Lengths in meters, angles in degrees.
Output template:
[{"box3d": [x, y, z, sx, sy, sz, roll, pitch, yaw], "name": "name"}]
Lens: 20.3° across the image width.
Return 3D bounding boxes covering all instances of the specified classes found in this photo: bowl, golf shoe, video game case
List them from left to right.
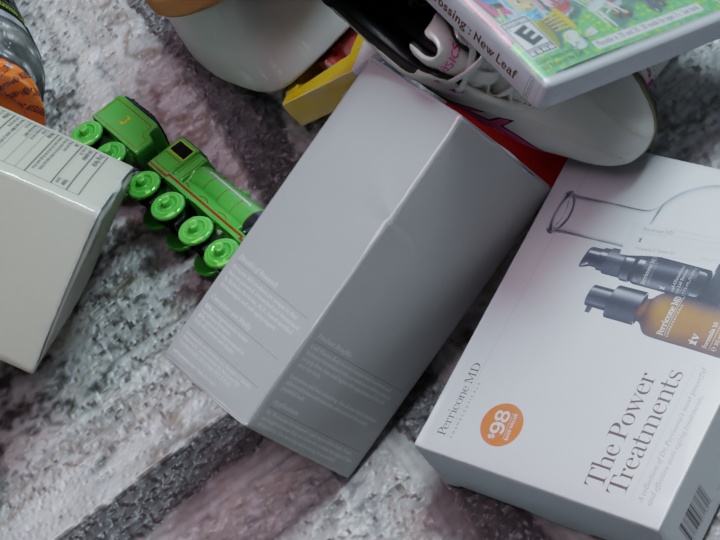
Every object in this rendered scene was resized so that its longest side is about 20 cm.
[{"box3d": [-0.042, -0.216, 1.251, 0.200, 0.075, 0.200, -47, 26, -4], "name": "bowl"}, {"box3d": [0.062, -0.109, 1.051, 0.199, 0.073, 0.092, 32, 31, 4], "name": "golf shoe"}, {"box3d": [0.105, -0.175, 1.055, 0.199, 0.022, 0.182, -23, 60, -36], "name": "video game case"}]

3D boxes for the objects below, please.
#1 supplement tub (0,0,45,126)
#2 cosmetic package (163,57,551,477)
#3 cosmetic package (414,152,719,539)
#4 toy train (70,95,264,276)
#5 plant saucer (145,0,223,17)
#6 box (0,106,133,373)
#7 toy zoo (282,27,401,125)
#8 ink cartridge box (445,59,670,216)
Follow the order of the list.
[{"box3d": [-0.286, -0.152, 1.352, 0.122, 0.123, 0.200, -35, 48, 3], "name": "supplement tub"}, {"box3d": [0.000, 0.000, 1.082, 0.090, 0.107, 0.201, 34, 89, 40], "name": "cosmetic package"}, {"box3d": [0.140, 0.037, 1.041, 0.150, 0.052, 0.201, 15, 67, 38], "name": "cosmetic package"}, {"box3d": [-0.112, -0.049, 1.244, 0.056, 0.042, 0.200, -39, 48, -14], "name": "toy train"}, {"box3d": [-0.061, -0.234, 1.181, 0.200, 0.037, 0.201, -33, 30, 21], "name": "plant saucer"}, {"box3d": [-0.250, -0.042, 1.177, 0.128, 0.199, 0.109, -78, 14, -75], "name": "box"}, {"box3d": [0.021, -0.161, 1.190, 0.131, 0.020, 0.201, -29, 28, 39], "name": "toy zoo"}, {"box3d": [0.114, -0.142, 1.163, 0.116, 0.067, 0.200, 31, 77, 39], "name": "ink cartridge box"}]
